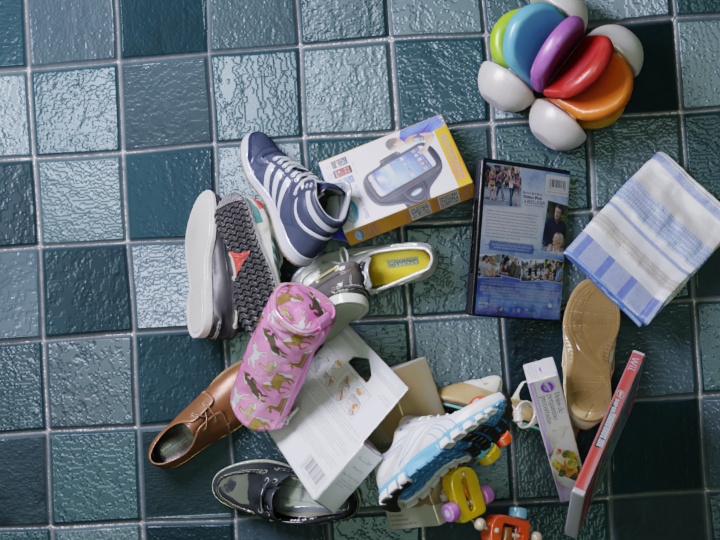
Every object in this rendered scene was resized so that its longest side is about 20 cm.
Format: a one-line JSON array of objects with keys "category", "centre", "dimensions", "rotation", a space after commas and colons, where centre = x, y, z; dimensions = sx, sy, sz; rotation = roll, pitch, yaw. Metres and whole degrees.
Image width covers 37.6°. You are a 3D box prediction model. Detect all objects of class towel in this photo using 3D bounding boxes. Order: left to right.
[{"category": "towel", "centre": [0.376, -0.043, 1.360], "dimensions": [0.147, 0.024, 0.200], "rotation": [44, 78, 5]}]

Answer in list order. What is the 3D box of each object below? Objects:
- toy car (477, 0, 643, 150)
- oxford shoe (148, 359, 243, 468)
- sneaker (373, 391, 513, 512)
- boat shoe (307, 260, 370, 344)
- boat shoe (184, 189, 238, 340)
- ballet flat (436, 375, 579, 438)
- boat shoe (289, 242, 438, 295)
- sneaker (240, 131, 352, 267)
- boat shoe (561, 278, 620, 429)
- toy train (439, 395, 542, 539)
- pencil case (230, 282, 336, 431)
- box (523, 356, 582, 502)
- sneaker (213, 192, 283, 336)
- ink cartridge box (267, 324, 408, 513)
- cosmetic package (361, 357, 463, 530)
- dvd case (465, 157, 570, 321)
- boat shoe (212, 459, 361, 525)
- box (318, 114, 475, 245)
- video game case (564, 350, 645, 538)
[{"category": "toy car", "centre": [0.254, -0.262, 1.332], "dimensions": [0.200, 0.150, 0.175], "rotation": [38, 91, 4]}, {"category": "oxford shoe", "centre": [-0.196, 0.191, 1.387], "dimensions": [0.200, 0.071, 0.071], "rotation": [-44, 85, 0]}, {"category": "sneaker", "centre": [0.087, 0.192, 1.241], "dimensions": [0.200, 0.075, 0.087], "rotation": [-39, 50, 15]}, {"category": "boat shoe", "centre": [-0.053, 0.048, 1.343], "dimensions": [0.072, 0.201, 0.061], "rotation": [11, 64, -30]}, {"category": "boat shoe", "centre": [-0.190, -0.006, 1.397], "dimensions": [0.060, 0.074, 0.200], "rotation": [9, 68, -35]}, {"category": "ballet flat", "centre": [0.189, 0.169, 1.370], "dimensions": [0.200, 0.069, 0.063], "rotation": [17, 80, -5]}, {"category": "boat shoe", "centre": [0.002, 0.005, 1.371], "dimensions": [0.201, 0.086, 0.075], "rotation": [-9, 87, 5]}, {"category": "sneaker", "centre": [-0.080, -0.116, 1.353], "dimensions": [0.108, 0.070, 0.200], "rotation": [-42, 64, 40]}, {"category": "boat shoe", "centre": [0.288, 0.108, 1.350], "dimensions": [0.074, 0.069, 0.200], "rotation": [9, 61, 7]}, {"category": "toy train", "centre": [0.157, 0.256, 1.305], "dimensions": [0.150, 0.056, 0.200], "rotation": [14, 75, -31]}, {"category": "pencil case", "centre": [-0.096, 0.107, 1.285], "dimensions": [0.086, 0.083, 0.200], "rotation": [16, 128, -9]}, {"category": "box", "centre": [0.245, 0.201, 1.316], "dimensions": [0.039, 0.041, 0.200], "rotation": [-16, 118, 6]}, {"category": "sneaker", "centre": [-0.121, -0.004, 1.369], "dimensions": [0.070, 0.093, 0.200], "rotation": [-25, 75, 29]}, {"category": "ink cartridge box", "centre": [-0.027, 0.177, 1.322], "dimensions": [0.174, 0.200, 0.044], "rotation": [-49, 124, 1]}, {"category": "cosmetic package", "centre": [0.061, 0.221, 1.345], "dimensions": [0.071, 0.105, 0.200], "rotation": [-17, 85, -39]}, {"category": "dvd case", "centre": [0.204, -0.038, 1.360], "dimensions": [0.142, 0.018, 0.200], "rotation": [5, 89, -27]}, {"category": "boat shoe", "centre": [-0.100, 0.295, 1.378], "dimensions": [0.199, 0.066, 0.075], "rotation": [13, 89, 4]}, {"category": "box", "centre": [0.036, -0.114, 1.373], "dimensions": [0.200, 0.041, 0.119], "rotation": [-21, 60, 0]}, {"category": "video game case", "centre": [0.296, 0.212, 1.283], "dimensions": [0.017, 0.143, 0.200], "rotation": [21, 61, 19]}]
